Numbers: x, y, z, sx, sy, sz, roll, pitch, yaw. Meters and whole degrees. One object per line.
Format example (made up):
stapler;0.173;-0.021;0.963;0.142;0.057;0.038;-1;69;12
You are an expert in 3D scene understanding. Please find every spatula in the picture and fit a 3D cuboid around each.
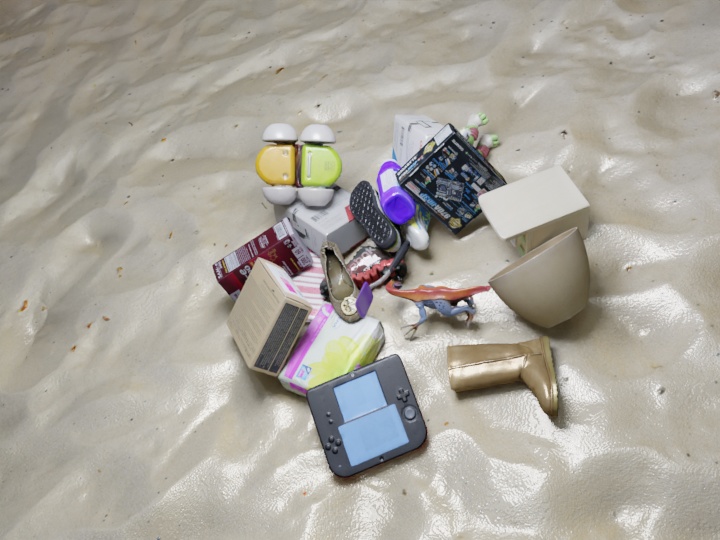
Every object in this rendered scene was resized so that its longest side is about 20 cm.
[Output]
spatula;0.048;0.012;1.490;0.020;0.057;0.201;21;60;37

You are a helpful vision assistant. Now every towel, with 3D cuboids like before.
towel;-0.132;0.027;1.637;0.143;0.030;0.203;6;57;19

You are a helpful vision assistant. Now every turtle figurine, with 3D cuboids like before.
turtle figurine;0.276;-0.267;1.652;0.142;0.201;0.196;30;57;-4

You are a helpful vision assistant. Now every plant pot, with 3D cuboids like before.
plant pot;0.361;0.028;1.390;0.198;0.200;0.136;-30;88;-6

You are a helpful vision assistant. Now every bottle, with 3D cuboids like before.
bottle;0.074;-0.181;1.584;0.065;0.084;0.202;-34;29;17

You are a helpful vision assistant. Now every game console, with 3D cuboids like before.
game console;0.013;0.273;1.354;0.196;0.031;0.181;-21;79;0

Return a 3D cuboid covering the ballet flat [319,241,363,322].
ballet flat;-0.044;0.017;1.509;0.066;0.047;0.203;-21;57;2

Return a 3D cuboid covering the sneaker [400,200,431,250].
sneaker;0.129;-0.122;1.616;0.103;0.077;0.201;-23;38;-10

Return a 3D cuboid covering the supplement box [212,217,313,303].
supplement box;-0.215;-0.015;1.602;0.197;0.109;0.061;-32;46;2

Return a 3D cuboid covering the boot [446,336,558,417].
boot;0.264;0.205;1.352;0.195;0.067;0.177;-8;40;11

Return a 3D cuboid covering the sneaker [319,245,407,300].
sneaker;0.000;0.000;1.584;0.196;0.071;0.099;-19;51;1

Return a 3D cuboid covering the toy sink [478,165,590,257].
toy sink;0.361;-0.108;1.521;0.196;0.113;0.132;-21;51;-5

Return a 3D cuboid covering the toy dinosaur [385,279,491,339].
toy dinosaur;0.145;0.043;1.462;0.178;0.202;0.106;22;40;-4

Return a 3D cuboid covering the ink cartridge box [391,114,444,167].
ink cartridge box;0.141;-0.258;1.635;0.082;0.150;0.200;-4;25;-18

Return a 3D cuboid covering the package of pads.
package of pads;-0.053;0.173;1.473;0.152;0.069;0.202;17;61;28

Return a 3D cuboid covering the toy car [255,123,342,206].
toy car;-0.134;-0.238;1.648;0.194;0.150;0.180;2;94;7

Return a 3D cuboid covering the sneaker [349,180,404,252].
sneaker;0.040;-0.108;1.587;0.071;0.082;0.203;-39;54;20

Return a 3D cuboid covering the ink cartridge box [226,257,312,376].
ink cartridge box;-0.193;0.093;1.495;0.167;0.074;0.200;-60;32;10

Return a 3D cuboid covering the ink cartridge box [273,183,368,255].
ink cartridge box;-0.088;-0.126;1.679;0.145;0.084;0.199;-33;49;-29

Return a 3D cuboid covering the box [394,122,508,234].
box;0.194;-0.188;1.521;0.158;0.199;0.046;-41;34;20
